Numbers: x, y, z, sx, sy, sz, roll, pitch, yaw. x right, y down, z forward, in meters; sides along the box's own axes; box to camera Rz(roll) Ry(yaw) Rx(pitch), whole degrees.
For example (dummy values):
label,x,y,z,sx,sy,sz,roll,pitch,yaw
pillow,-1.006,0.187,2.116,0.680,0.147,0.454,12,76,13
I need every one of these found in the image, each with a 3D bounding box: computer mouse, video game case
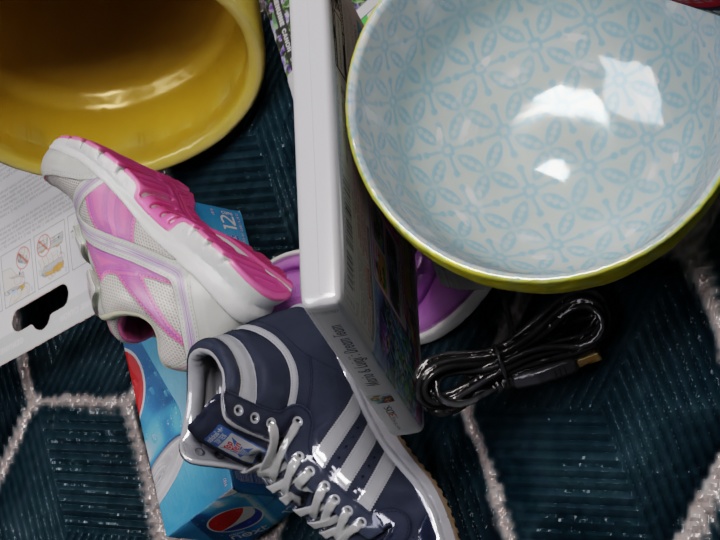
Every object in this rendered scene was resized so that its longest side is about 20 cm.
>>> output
label,x,y,z,sx,sy,sz,roll,pitch,yaw
computer mouse,0.063,-0.027,1.446,0.110,0.044,0.200,-19,63,12
video game case,-0.002,-0.038,1.402,0.024,0.182,0.200,-9,65,11

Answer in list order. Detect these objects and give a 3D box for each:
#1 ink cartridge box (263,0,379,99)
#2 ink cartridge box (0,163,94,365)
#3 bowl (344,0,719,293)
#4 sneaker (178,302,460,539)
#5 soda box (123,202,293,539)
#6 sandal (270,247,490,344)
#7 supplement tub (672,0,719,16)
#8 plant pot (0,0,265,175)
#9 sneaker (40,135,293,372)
label,x,y,z,sx,sy,sz,roll,pitch,yaw
ink cartridge box,0.033,-0.164,1.530,0.200,0.050,0.109,-40,54,37
ink cartridge box,-0.204,-0.046,1.779,0.162,0.057,0.200,-27,68,42
bowl,0.099,-0.071,1.374,0.200,0.108,0.200,-3,70,8
sneaker,-0.027,0.113,1.469,0.070,0.108,0.200,-49,60,48
soda box,-0.093,0.059,1.614,0.068,0.064,0.200,-38,55,37
sandal,0.001,0.007,1.528,0.203,0.050,0.083,-22,68,42
supplement tub,0.178,-0.188,1.257,0.140,0.200,0.141,-13,72,47
plant pot,-0.164,-0.188,1.661,0.201,0.201,0.189,-40,42,36
sneaker,-0.131,-0.008,1.563,0.200,0.081,0.088,41,101,41
